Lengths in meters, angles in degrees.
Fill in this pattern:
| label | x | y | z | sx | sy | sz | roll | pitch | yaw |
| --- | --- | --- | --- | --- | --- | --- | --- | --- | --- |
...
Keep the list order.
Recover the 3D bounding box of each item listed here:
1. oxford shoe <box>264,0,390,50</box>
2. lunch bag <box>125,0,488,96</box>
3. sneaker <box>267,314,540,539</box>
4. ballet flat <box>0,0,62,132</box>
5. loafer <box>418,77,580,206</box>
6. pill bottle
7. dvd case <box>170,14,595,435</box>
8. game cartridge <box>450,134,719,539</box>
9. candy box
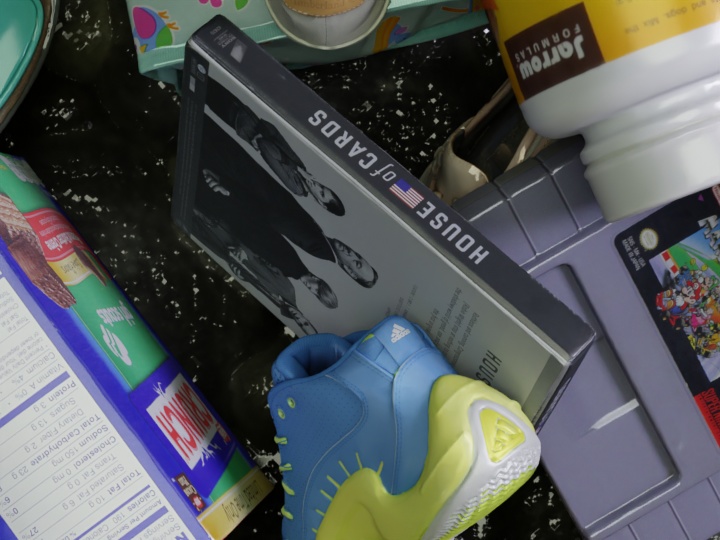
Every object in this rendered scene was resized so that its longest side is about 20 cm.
| label | x | y | z | sx | sy | sz | roll | pitch | yaw |
| --- | --- | --- | --- | --- | --- | --- | --- | --- | --- |
| oxford shoe | -0.014 | -0.189 | 0.706 | 0.075 | 0.058 | 0.200 | -2 | 85 | 0 |
| lunch bag | -0.010 | -0.180 | 0.791 | 0.200 | 0.122 | 0.170 | -14 | 87 | 6 |
| sneaker | -0.002 | 0.083 | 0.765 | 0.076 | 0.200 | 0.105 | -27 | 76 | -41 |
| ballet flat | -0.161 | -0.134 | 0.817 | 0.068 | 0.068 | 0.200 | 20 | 89 | 4 |
| loafer | 0.064 | -0.055 | 0.790 | 0.063 | 0.072 | 0.200 | 32 | 107 | -37 |
| pill bottle | 0.096 | -0.125 | 0.686 | 0.109 | 0.109 | 0.200 | -20 | 88 | 0 |
| dvd case | 0.000 | 0.000 | 0.755 | 0.200 | 0.150 | 0.025 | 41 | 64 | 12 |
| game cartridge | 0.123 | 0.033 | 0.784 | 0.130 | 0.038 | 0.200 | -29 | 113 | 4 |
| candy box | -0.132 | 0.045 | 0.760 | 0.077 | 0.169 | 0.200 | -36 | 88 | 3 |
